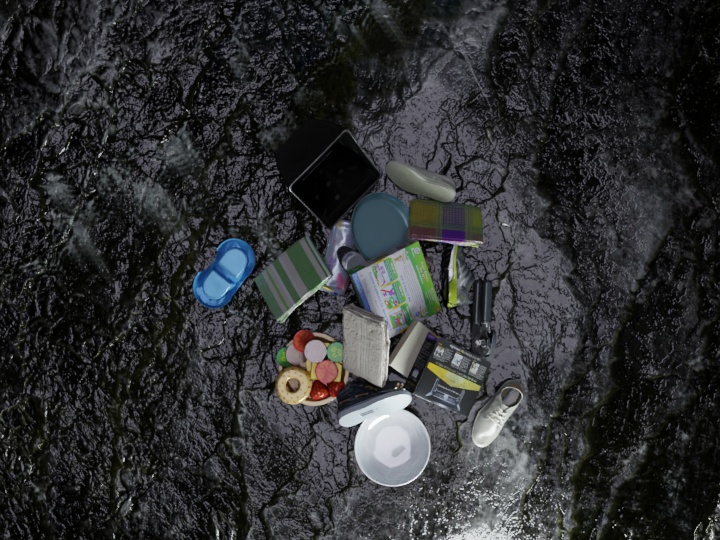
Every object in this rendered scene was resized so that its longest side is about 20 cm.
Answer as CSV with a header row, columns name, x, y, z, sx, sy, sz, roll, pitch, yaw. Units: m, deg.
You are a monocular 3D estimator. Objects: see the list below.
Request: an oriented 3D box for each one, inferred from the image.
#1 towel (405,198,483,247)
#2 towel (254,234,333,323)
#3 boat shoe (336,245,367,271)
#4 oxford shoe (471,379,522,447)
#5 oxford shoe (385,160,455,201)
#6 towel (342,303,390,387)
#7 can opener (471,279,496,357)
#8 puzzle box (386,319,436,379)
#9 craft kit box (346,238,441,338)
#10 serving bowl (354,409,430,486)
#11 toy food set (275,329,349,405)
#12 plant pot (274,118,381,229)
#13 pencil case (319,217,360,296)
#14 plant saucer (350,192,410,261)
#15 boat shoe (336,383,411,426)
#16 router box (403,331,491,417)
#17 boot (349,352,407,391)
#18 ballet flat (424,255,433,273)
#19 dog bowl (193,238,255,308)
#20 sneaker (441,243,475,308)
name,x,y,z,sx,sy,sz,roll,pitch,yaw
towel,0.219,-0.126,1.673,0.197,0.023,0.145,5,52,1
towel,-0.176,0.020,1.671,0.200,0.023,0.153,-41,65,17
boat shoe,0.000,0.000,1.647,0.069,0.200,0.057,-42,52,-4
oxford shoe,0.359,0.375,1.677,0.075,0.058,0.201,35,92,0
oxford shoe,0.162,-0.242,1.689,0.198,0.076,0.058,22,51,10
towel,0.011,0.186,1.593,0.132,0.034,0.202,22,124,32
can opener,0.329,0.127,1.693,0.053,0.067,0.203,-1,82,41
puzzle box,0.171,0.233,1.645,0.200,0.025,0.134,39,80,-29
craft kit box,0.088,0.052,1.610,0.196,0.048,0.202,-25,107,-14
serving bowl,0.083,0.457,1.679,0.197,0.066,0.203,0,88,2
toy food set,-0.128,0.260,1.698,0.197,0.049,0.201,5,89,2
plant pot,-0.100,-0.266,1.626,0.199,0.200,0.177,-45,49,1
pencil case,-0.059,-0.035,1.683,0.090,0.083,0.202,18,89,-23
plant saucer,0.058,-0.104,1.671,0.198,0.027,0.203,6,77,-28
boat shoe,0.029,0.325,1.643,0.198,0.091,0.071,-19,131,7
router box,0.225,0.268,1.636,0.199,0.052,0.159,28,86,-29
boot,0.078,0.233,1.679,0.150,0.073,0.201,33,93,3
ballet flat,0.116,0.037,1.683,0.200,0.071,0.069,-44,91,1
dog bowl,-0.359,0.008,1.709,0.111,0.050,0.201,37,91,2
sneaker,0.261,0.000,1.688,0.080,0.074,0.203,3,92,-12
